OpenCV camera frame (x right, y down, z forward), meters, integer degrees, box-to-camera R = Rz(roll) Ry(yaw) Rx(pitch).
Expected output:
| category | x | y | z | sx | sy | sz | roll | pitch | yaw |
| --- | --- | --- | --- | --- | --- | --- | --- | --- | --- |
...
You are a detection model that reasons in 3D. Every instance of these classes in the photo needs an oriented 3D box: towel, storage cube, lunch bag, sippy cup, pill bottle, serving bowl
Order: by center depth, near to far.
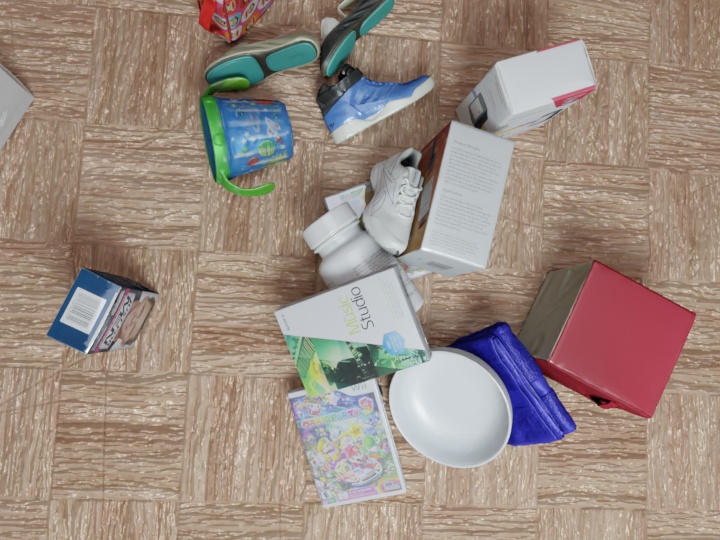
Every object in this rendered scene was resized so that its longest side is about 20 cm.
| category | x | y | z | sx | sy | sz | roll | pitch | yaw |
| --- | --- | --- | --- | --- | --- | --- | --- | --- | --- |
| lunch bag | -0.192 | -0.444 | 0.897 | 0.082 | 0.200 | 0.177 | 37 | 82 | -7 |
| pill bottle | 0.000 | 0.000 | 0.902 | 0.114 | 0.114 | 0.201 | -35 | 90 | -8 |
| serving bowl | 0.148 | 0.209 | 0.917 | 0.199 | 0.066 | 0.202 | 9 | 110 | 25 |
| towel | 0.231 | 0.188 | 0.920 | 0.049 | 0.148 | 0.201 | -32 | 88 | -39 |
| sippy cup | -0.179 | -0.216 | 0.920 | 0.129 | 0.140 | 0.179 | -11 | 111 | -17 |
| storage cube | 0.380 | 0.105 | 0.928 | 0.179 | 0.171 | 0.201 | 27 | 83 | -2 |

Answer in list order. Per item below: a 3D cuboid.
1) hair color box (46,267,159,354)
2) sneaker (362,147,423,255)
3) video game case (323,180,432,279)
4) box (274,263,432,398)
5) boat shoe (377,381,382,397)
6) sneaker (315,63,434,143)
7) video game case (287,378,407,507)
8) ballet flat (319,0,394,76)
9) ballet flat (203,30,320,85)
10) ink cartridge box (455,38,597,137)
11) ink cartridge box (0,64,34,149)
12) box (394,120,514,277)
| category | x | y | z | sx | sy | sz | roll | pitch | yaw |
| --- | --- | --- | --- | --- | --- | --- | --- | --- | --- |
| hair color box | -0.363 | 0.060 | 0.835 | 0.060 | 0.200 | 0.101 | 26 | 83 | -3 |
| sneaker | 0.056 | -0.114 | 0.887 | 0.074 | 0.087 | 0.201 | 25 | 48 | -30 |
| video game case | 0.060 | -0.071 | 0.982 | 0.199 | 0.023 | 0.183 | -21 | 88 | -8 |
| box | -0.013 | 0.091 | 0.843 | 0.199 | 0.036 | 0.145 | -21 | 94 | 18 |
| boat shoe | -0.032 | 0.140 | 0.932 | 0.200 | 0.075 | 0.060 | 47 | 41 | -15 |
| sneaker | 0.020 | -0.308 | 0.967 | 0.199 | 0.077 | 0.112 | -29 | 101 | -1 |
| video game case | -0.020 | 0.270 | 0.909 | 0.142 | 0.018 | 0.201 | -15 | 98 | 11 |
| ballet flat | -0.023 | -0.415 | 0.984 | 0.068 | 0.068 | 0.200 | 36 | 72 | 8 |
| ballet flat | -0.164 | -0.356 | 0.961 | 0.198 | 0.069 | 0.070 | -12 | 87 | 4 |
| ink cartridge box | 0.259 | -0.278 | 0.931 | 0.147 | 0.200 | 0.086 | -19 | 88 | -7 |
| ink cartridge box | -0.641 | -0.276 | 0.860 | 0.199 | 0.145 | 0.148 | 27 | 82 | -4 |
| box | 0.142 | -0.104 | 0.904 | 0.106 | 0.152 | 0.201 | 16 | 81 | -9 |
